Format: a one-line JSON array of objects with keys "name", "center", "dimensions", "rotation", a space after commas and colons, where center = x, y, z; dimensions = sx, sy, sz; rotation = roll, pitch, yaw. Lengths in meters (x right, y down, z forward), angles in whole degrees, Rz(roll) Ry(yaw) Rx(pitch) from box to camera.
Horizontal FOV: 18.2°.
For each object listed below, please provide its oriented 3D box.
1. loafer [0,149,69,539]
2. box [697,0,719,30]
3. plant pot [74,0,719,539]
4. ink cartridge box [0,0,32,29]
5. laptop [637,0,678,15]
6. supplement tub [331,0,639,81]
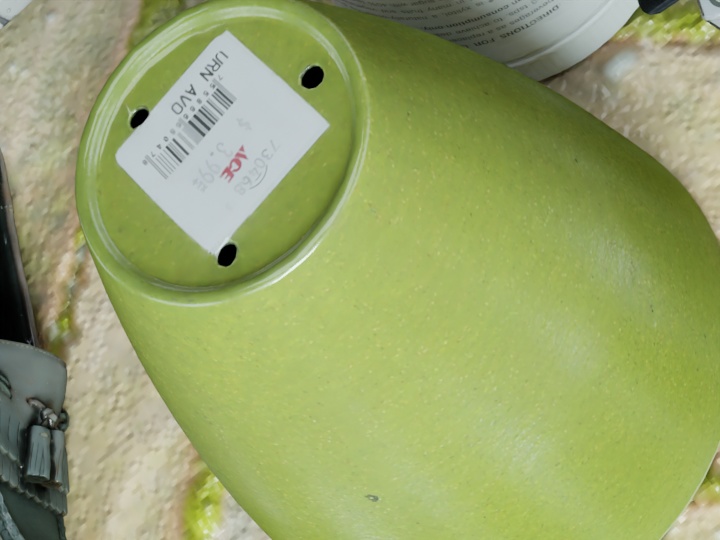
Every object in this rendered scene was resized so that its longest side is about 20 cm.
[{"name": "loafer", "center": [-0.141, 0.030, 0.836], "dimensions": [0.063, 0.072, 0.201], "rotation": [-29, 58, 6]}, {"name": "box", "center": [0.144, -0.191, 0.749], "dimensions": [0.116, 0.060, 0.201], "rotation": [-19, 82, 19]}, {"name": "plant pot", "center": [0.000, 0.000, 0.698], "dimensions": [0.186, 0.200, 0.189], "rotation": [-9, 67, 23]}, {"name": "ink cartridge box", "center": [-0.180, -0.161, 0.881], "dimensions": [0.200, 0.145, 0.084], "rotation": [-41, 59, 5]}, {"name": "laptop", "center": [0.149, -0.190, 0.652], "dimensions": [0.115, 0.200, 0.189], "rotation": [-6, 86, -11]}, {"name": "supplement tub", "center": [0.016, -0.157, 0.751], "dimensions": [0.131, 0.200, 0.133], "rotation": [-9, 66, 22]}]
